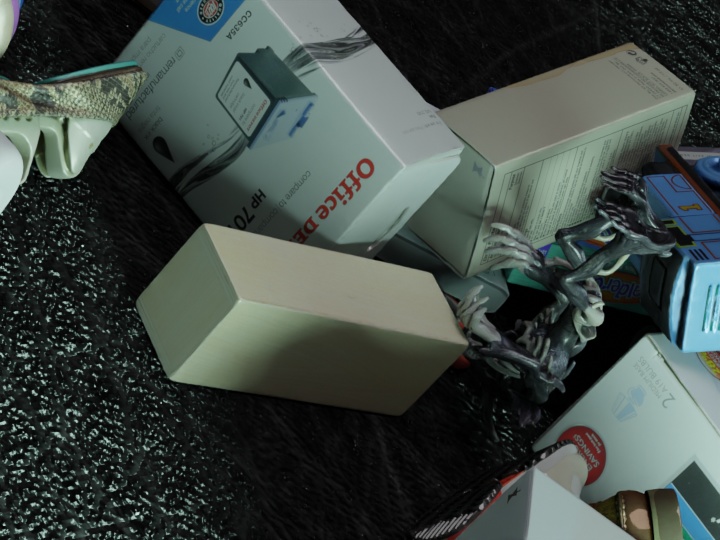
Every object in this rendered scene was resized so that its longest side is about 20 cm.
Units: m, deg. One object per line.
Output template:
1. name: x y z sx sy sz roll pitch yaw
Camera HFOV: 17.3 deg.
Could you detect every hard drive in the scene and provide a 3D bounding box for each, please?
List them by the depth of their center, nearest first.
1. hard drive: 0.039 -0.066 1.750 0.132 0.027 0.200 27 32 -28

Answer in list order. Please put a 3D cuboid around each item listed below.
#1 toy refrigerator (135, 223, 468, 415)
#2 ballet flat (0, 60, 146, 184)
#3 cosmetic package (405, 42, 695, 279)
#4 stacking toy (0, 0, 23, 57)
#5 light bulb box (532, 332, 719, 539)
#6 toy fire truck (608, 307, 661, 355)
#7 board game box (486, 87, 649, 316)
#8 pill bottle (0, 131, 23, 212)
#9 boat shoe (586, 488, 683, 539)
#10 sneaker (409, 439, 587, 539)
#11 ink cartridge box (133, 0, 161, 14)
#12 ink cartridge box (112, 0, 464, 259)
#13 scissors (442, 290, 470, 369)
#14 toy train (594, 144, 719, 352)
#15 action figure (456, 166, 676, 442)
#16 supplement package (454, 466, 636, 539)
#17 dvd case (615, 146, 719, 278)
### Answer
1. toy refrigerator: -0.035 0.031 1.466 0.200 0.076 0.070 11 41 -44
2. ballet flat: -0.207 -0.088 1.431 0.200 0.068 0.075 -5 81 -49
3. cosmetic package: 0.134 -0.080 1.672 0.200 0.104 0.073 -20 49 -36
4. stacking toy: -0.242 -0.189 1.515 0.085 0.085 0.200 38 21 -9
5. light bulb box: 0.259 0.150 1.629 0.200 0.125 0.198 -2 50 -55
6. toy fire truck: 0.303 -0.003 1.818 0.129 0.200 0.176 28 31 -25
7. board game box: 0.172 -0.050 1.791 0.152 0.045 0.200 14 34 -16
8. pill bottle: -0.284 -0.092 1.274 0.200 0.111 0.111 47 28 6
9. boat shoe: 0.147 0.176 1.408 0.068 0.200 0.072 -4 62 0
10. sneaker: 0.098 0.171 1.471 0.094 0.070 0.200 67 25 0
11. ink cartridge box: -0.153 -0.271 1.735 0.200 0.075 0.165 38 27 -10
12. ink cartridge box: -0.054 -0.098 1.543 0.200 0.146 0.086 50 30 14
13. scissors: 0.000 0.000 1.619 0.200 0.014 0.073 34 31 -20
14. toy train: 0.235 -0.018 1.620 0.114 0.087 0.200 -2 29 -17
15. action figure: 0.115 0.019 1.549 0.102 0.200 0.119 31 30 -12
16. supplement package: 0.118 0.246 1.281 0.200 0.151 0.152 36 29 -13
17. dvd case: 0.258 -0.029 1.742 0.148 0.016 0.200 2 38 -18
